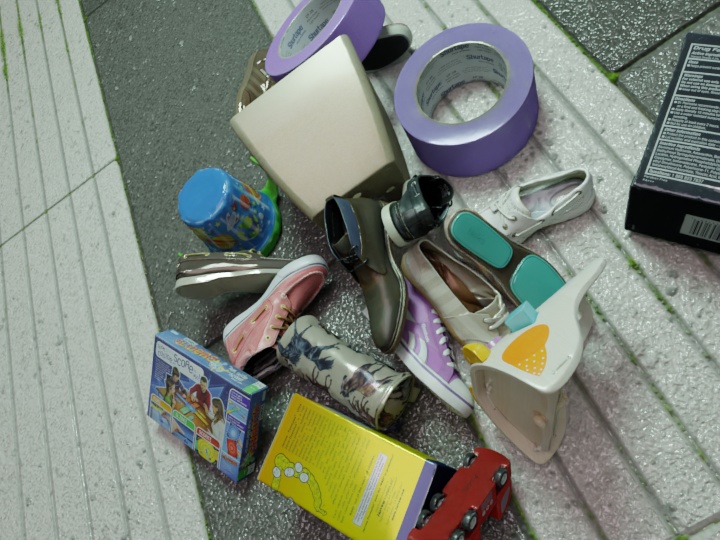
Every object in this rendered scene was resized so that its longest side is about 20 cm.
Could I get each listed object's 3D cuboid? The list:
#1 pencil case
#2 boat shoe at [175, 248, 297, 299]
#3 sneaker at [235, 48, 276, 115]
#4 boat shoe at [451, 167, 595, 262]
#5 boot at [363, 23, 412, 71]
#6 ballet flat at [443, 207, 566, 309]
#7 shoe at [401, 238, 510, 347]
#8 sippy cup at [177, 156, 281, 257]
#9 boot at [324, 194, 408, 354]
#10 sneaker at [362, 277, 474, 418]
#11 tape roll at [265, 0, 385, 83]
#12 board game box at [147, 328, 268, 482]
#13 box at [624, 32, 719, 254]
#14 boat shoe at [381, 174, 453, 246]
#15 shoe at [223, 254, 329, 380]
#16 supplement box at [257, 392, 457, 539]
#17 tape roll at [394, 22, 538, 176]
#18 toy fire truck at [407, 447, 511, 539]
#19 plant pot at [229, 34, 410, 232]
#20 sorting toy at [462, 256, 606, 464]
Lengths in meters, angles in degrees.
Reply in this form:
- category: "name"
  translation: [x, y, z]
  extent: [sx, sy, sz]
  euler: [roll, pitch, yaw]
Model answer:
- category: "pencil case"
  translation: [-0.022, 0.128, 0.721]
  extent: [0.198, 0.089, 0.079]
  euler: [25, 90, 35]
- category: "boat shoe"
  translation: [-0.175, -0.002, 0.829]
  extent: [0.195, 0.072, 0.061]
  euler: [-6, 63, -5]
- category: "sneaker"
  translation: [-0.167, -0.312, 0.980]
  extent: [0.074, 0.070, 0.205]
  euler: [-5, 68, 21]
- category: "boat shoe"
  translation: [0.203, -0.079, 0.718]
  extent: [0.197, 0.069, 0.072]
  euler: [-28, 62, 12]
- category: "boot"
  translation: [-0.006, -0.410, 0.950]
  extent: [0.196, 0.072, 0.148]
  euler: [-10, 64, 24]
- category: "ballet flat"
  translation: [0.182, -0.005, 0.689]
  extent: [0.200, 0.067, 0.068]
  euler: [43, 86, -3]
- category: "shoe"
  translation: [0.129, 0.040, 0.674]
  extent: [0.200, 0.054, 0.070]
  euler: [44, 56, 10]
- category: "sippy cup"
  translation: [-0.212, -0.089, 0.874]
  extent: [0.137, 0.130, 0.182]
  euler: [-4, 68, 23]
- category: "boot"
  translation: [0.000, 0.000, 0.685]
  extent: [0.074, 0.095, 0.204]
  euler: [-33, 53, 47]
- category: "sneaker"
  translation: [0.097, 0.079, 0.702]
  extent: [0.114, 0.073, 0.201]
  euler: [-41, 59, 0]
- category: "tape roll"
  translation: [-0.057, -0.359, 0.854]
  extent: [0.198, 0.065, 0.203]
  euler: [-27, 44, 29]
- category: "board game box"
  translation: [-0.222, 0.186, 0.784]
  extent: [0.197, 0.034, 0.138]
  euler: [23, 110, 29]
- category: "box"
  translation: [0.424, -0.128, 0.607]
  extent: [0.197, 0.123, 0.202]
  euler: [20, 79, 27]
- category: "boat shoe"
  translation: [0.087, -0.090, 0.714]
  extent: [0.065, 0.199, 0.076]
  euler: [-26, 94, 27]
- category: "shoe"
  translation: [-0.111, 0.073, 0.790]
  extent: [0.199, 0.071, 0.092]
  euler: [-41, 46, 10]
- category: "supplement box"
  translation: [-0.002, 0.242, 0.656]
  extent: [0.197, 0.109, 0.111]
  euler: [18, 77, 29]
- category: "tape roll"
  translation: [0.153, -0.245, 0.801]
  extent: [0.196, 0.085, 0.205]
  euler: [-9, 67, 20]
- category: "toy fire truck"
  translation: [0.101, 0.304, 0.588]
  extent: [0.048, 0.144, 0.199]
  euler: [13, 35, 39]
- category: "plant pot"
  translation: [-0.031, -0.160, 0.794]
  extent: [0.198, 0.200, 0.179]
  euler: [-33, 69, 8]
- category: "sorting toy"
  translation: [0.205, 0.078, 0.595]
  extent: [0.106, 0.202, 0.180]
  euler: [34, 69, 32]
